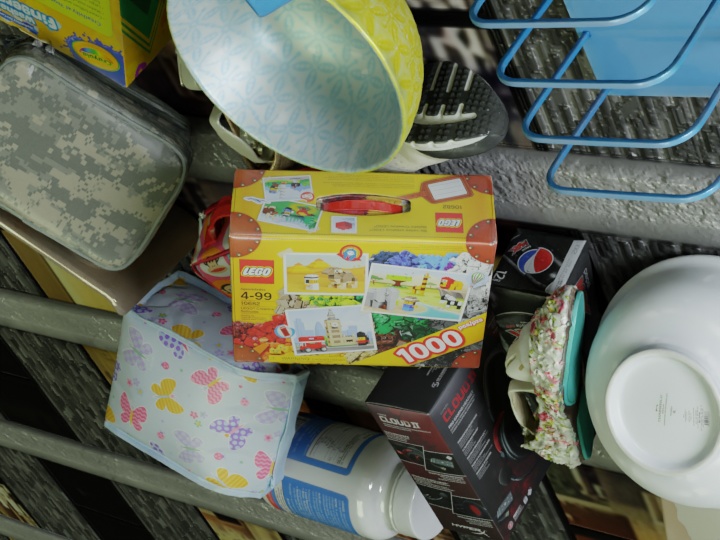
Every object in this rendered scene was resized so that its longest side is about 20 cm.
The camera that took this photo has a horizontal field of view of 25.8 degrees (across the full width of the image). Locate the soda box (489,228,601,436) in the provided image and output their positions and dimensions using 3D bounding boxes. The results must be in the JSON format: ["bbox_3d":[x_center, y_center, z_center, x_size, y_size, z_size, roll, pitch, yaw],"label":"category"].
[{"bbox_3d":[0.162,0.060,1.314,0.063,0.071,0.200,11,142,27],"label":"soda box"}]

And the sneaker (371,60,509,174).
[{"bbox_3d":[0.043,-0.110,1.215,0.200,0.074,0.080,7,154,47],"label":"sneaker"}]

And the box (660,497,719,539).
[{"bbox_3d":[0.305,0.178,1.317,0.078,0.095,0.200,18,144,30],"label":"box"}]

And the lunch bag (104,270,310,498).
[{"bbox_3d":[-0.150,0.124,1.636,0.200,0.127,0.170,28,124,22],"label":"lunch bag"}]

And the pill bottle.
[{"bbox_3d":[-0.003,0.224,1.677,0.200,0.112,0.112,12,143,36],"label":"pill bottle"}]

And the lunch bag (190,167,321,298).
[{"bbox_3d":[-0.055,-0.018,1.372,0.176,0.082,0.200,29,153,-31],"label":"lunch bag"}]

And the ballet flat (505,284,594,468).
[{"bbox_3d":[0.146,0.088,1.236,0.064,0.076,0.200,6,137,17],"label":"ballet flat"}]

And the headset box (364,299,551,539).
[{"bbox_3d":[0.097,0.117,1.387,0.075,0.149,0.200,6,139,40],"label":"headset box"}]

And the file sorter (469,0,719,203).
[{"bbox_3d":[0.156,-0.153,0.970,0.139,0.123,0.200,7,140,41],"label":"file sorter"}]

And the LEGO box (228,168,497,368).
[{"bbox_3d":[0.000,0.000,1.239,0.200,0.077,0.149,1,137,-1],"label":"LEGO box"}]

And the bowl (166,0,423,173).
[{"bbox_3d":[-0.029,-0.178,1.136,0.200,0.108,0.200,25,148,17],"label":"bowl"}]

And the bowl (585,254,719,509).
[{"bbox_3d":[0.243,0.095,1.168,0.201,0.090,0.201,11,108,35],"label":"bowl"}]

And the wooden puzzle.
[{"bbox_3d":[-0.256,-0.066,1.482,0.200,0.185,0.046,38,121,0],"label":"wooden puzzle"}]

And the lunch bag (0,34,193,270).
[{"bbox_3d":[-0.251,-0.116,1.392,0.200,0.139,0.168,31,-167,-11],"label":"lunch bag"}]

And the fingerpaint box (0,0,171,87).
[{"bbox_3d":[-0.254,-0.266,1.278,0.200,0.073,0.167,28,149,14],"label":"fingerpaint box"}]

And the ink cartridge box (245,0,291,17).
[{"bbox_3d":[-0.019,-0.267,0.931,0.200,0.084,0.145,-26,123,23],"label":"ink cartridge box"}]

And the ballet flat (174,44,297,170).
[{"bbox_3d":[-0.108,-0.155,1.293,0.070,0.065,0.200,1,135,48],"label":"ballet flat"}]
